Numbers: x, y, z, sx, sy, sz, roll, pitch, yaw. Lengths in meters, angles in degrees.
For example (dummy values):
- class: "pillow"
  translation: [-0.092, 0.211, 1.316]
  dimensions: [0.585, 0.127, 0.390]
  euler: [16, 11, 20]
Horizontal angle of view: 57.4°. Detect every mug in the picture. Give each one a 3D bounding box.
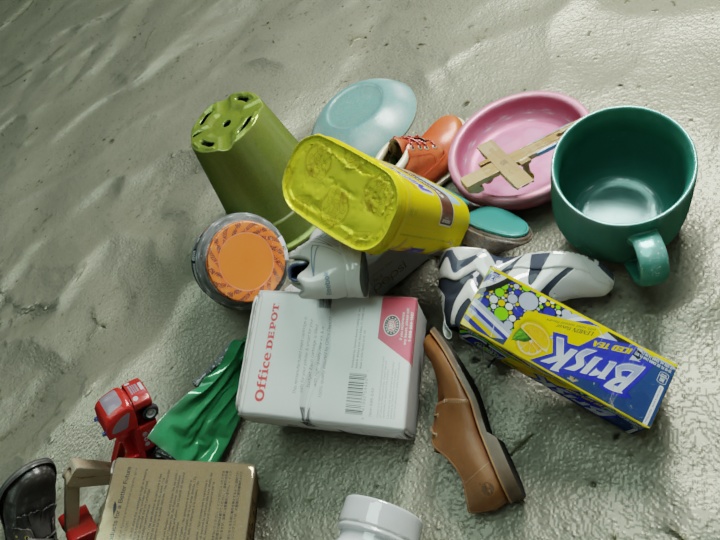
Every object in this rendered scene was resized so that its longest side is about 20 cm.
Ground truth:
- class: "mug"
  translation: [0.286, -0.074, 0.739]
  dimensions: [0.149, 0.115, 0.188]
  euler: [18, 70, 25]

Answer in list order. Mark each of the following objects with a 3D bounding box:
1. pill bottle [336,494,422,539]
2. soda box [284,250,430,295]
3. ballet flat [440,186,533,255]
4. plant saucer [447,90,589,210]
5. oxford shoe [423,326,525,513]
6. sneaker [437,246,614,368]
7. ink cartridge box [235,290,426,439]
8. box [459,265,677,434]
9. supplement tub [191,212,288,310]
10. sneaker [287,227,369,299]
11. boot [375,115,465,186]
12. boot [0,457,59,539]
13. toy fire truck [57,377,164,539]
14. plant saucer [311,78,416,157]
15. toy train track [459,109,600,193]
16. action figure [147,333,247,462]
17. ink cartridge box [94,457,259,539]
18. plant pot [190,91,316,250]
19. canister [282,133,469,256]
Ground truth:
- class: "pill bottle"
  translation: [-0.006, 0.320, 0.600]
  dimensions: [0.109, 0.112, 0.203]
  euler: [2, 56, 29]
- class: "soda box"
  translation: [0.000, 0.000, 0.880]
  dimensions: [0.199, 0.064, 0.068]
  euler: [-38, 46, -4]
- class: "ballet flat"
  translation: [0.140, -0.054, 0.844]
  dimensions: [0.067, 0.069, 0.199]
  euler: [-22, 35, -27]
- class: "plant saucer"
  translation: [0.218, -0.156, 0.893]
  dimensions: [0.196, 0.051, 0.204]
  euler: [-15, 50, 18]
- class: "oxford shoe"
  translation: [0.099, 0.152, 0.692]
  dimensions: [0.070, 0.071, 0.203]
  euler: [-28, 55, 12]
- class: "sneaker"
  translation: [0.180, 0.048, 0.742]
  dimensions: [0.194, 0.080, 0.133]
  euler: [6, 75, 9]
- class: "ink cartridge box"
  translation: [-0.031, 0.107, 0.756]
  dimensions: [0.195, 0.085, 0.149]
  euler: [3, 71, 16]
- class: "box"
  translation: [0.199, 0.079, 0.654]
  dimensions: [0.197, 0.064, 0.071]
  euler: [29, 78, 16]
- class: "supplement tub"
  translation: [-0.163, -0.013, 0.883]
  dimensions: [0.123, 0.123, 0.200]
  euler: [-46, 13, -12]
- class: "sneaker"
  translation: [-0.047, -0.016, 0.774]
  dimensions: [0.085, 0.076, 0.200]
  euler: [-9, 13, -9]
- class: "boot"
  translation: [0.086, -0.166, 0.935]
  dimensions: [0.074, 0.108, 0.201]
  euler: [18, 63, 39]
- class: "boot"
  translation: [-0.341, 0.334, 0.741]
  dimensions: [0.173, 0.069, 0.204]
  euler: [31, 115, 31]
- class: "toy fire truck"
  translation: [-0.308, 0.242, 0.804]
  dimensions: [0.139, 0.204, 0.048]
  euler: [-24, 39, -32]
- class: "plant saucer"
  translation: [-0.004, -0.263, 1.105]
  dimensions: [0.197, 0.039, 0.204]
  euler: [-16, 49, 18]
- class: "toy train track"
  translation: [0.220, -0.142, 0.828]
  dimensions: [0.197, 0.033, 0.115]
  euler: [-27, 40, 0]
- class: "action figure"
  translation: [-0.179, 0.160, 0.841]
  dimensions: [0.054, 0.119, 0.202]
  euler: [-4, 44, 40]
- class: "ink cartridge box"
  translation: [-0.198, 0.312, 0.698]
  dimensions: [0.160, 0.076, 0.203]
  euler: [3, 52, 0]
- class: "plant pot"
  translation: [-0.161, -0.159, 1.006]
  dimensions: [0.196, 0.191, 0.203]
  euler: [-15, 49, 18]
- class: "canister"
  translation: [0.026, -0.077, 0.746]
  dimensions: [0.147, 0.199, 0.088]
  euler: [32, 104, 28]
